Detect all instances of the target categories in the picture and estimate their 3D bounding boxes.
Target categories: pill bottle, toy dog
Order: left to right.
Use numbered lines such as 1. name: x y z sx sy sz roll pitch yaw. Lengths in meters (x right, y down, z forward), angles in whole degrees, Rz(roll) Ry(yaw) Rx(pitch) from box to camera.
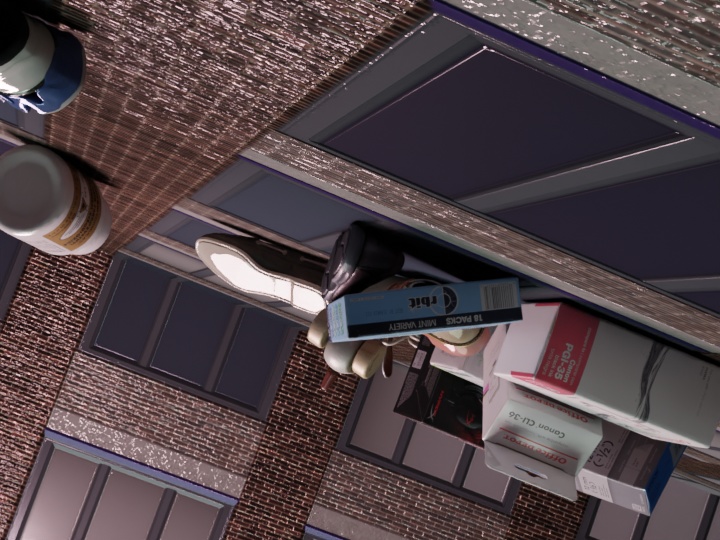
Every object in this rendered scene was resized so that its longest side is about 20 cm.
1. pill bottle: -0.389 -0.081 1.902 0.113 0.116 0.200 19 174 12
2. toy dog: 0.003 0.100 1.922 0.199 0.097 0.132 2 -145 -47

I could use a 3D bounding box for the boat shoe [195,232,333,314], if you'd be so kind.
1. boat shoe: -0.115 -0.004 1.923 0.198 0.057 0.067 23 134 12

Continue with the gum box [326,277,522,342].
1. gum box: 0.058 0.041 1.487 0.167 0.045 0.200 -6 176 -6

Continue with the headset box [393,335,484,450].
1. headset box: 0.159 0.148 1.899 0.199 0.150 0.075 25 173 -30

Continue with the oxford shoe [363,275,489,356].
1. oxford shoe: 0.057 0.029 1.691 0.198 0.071 0.074 17 148 35

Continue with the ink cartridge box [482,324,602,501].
1. ink cartridge box: 0.195 0.143 1.611 0.115 0.068 0.201 21 -146 -10

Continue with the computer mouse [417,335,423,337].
1. computer mouse: 0.127 0.075 1.945 0.198 0.034 0.059 16 -161 -32

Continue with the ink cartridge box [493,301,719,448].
1. ink cartridge box: 0.253 0.104 1.506 0.198 0.084 0.146 22 174 -10

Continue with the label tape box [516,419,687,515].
1. label tape box: 0.306 0.208 1.901 0.198 0.144 0.066 18 149 30

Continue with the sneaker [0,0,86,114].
1. sneaker: -0.294 -0.172 1.022 0.197 0.082 0.115 12 168 15

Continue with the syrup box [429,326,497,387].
1. syrup box: 0.193 0.116 1.822 0.199 0.082 0.078 26 173 -28

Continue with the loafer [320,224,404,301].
1. loafer: 0.000 0.000 1.534 0.062 0.073 0.200 17 171 -5
